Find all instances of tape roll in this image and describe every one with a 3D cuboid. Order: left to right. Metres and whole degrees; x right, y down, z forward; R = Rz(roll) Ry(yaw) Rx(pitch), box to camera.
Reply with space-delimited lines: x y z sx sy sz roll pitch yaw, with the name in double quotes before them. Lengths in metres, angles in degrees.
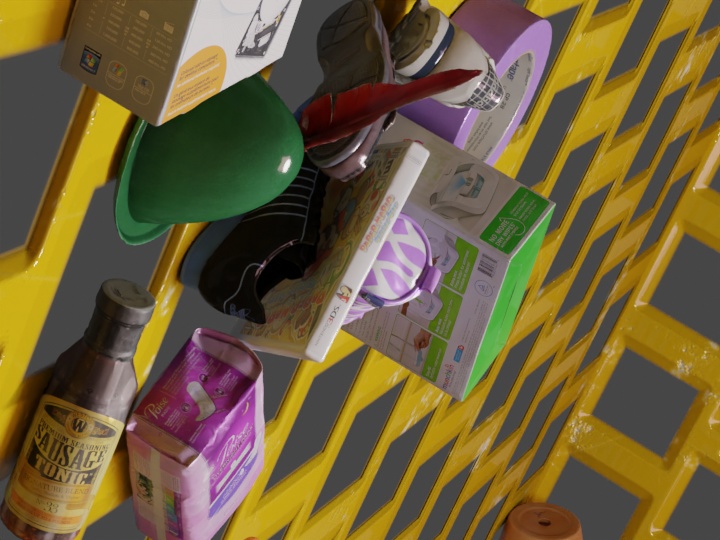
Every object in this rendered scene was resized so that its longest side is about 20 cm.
"tape roll" 0.102 -0.160 1.922 0.201 0.065 0.201 -54 165 -22

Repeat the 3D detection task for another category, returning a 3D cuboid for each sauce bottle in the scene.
"sauce bottle" -0.198 0.100 1.441 0.066 0.066 0.201 -30 145 -62

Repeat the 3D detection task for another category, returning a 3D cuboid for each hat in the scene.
"hat" -0.050 -0.062 1.384 0.166 0.175 0.201 -48 161 -38

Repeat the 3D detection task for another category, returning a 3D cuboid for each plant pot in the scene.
"plant pot" 0.336 0.529 3.823 0.200 0.198 0.141 -37 138 -55

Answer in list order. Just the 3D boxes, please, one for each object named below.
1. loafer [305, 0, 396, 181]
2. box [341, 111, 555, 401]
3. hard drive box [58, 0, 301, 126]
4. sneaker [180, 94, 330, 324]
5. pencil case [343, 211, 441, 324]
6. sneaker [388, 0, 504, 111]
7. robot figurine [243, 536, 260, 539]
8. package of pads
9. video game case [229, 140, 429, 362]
"loafer" 0.004 -0.125 1.495 0.071 0.063 0.201 -27 -147 22
"box" 0.059 -0.010 1.849 0.097 0.176 0.201 -48 161 -39
"hard drive box" -0.083 -0.206 1.198 0.156 0.076 0.201 -39 155 -55
"sneaker" -0.055 -0.047 1.595 0.201 0.078 0.070 -55 165 -17
"pencil case" 0.000 0.000 1.724 0.085 0.085 0.200 -71 -165 -11
"sneaker" 0.062 -0.167 1.636 0.077 0.080 0.200 -56 -167 10
"robot figurine" -0.139 0.335 1.982 0.200 0.115 0.145 90 2 -63
"package of pads" -0.136 0.148 1.711 0.121 0.075 0.201 -55 165 -28
"video game case" -0.029 -0.017 1.626 0.183 0.023 0.200 -63 -161 -8
